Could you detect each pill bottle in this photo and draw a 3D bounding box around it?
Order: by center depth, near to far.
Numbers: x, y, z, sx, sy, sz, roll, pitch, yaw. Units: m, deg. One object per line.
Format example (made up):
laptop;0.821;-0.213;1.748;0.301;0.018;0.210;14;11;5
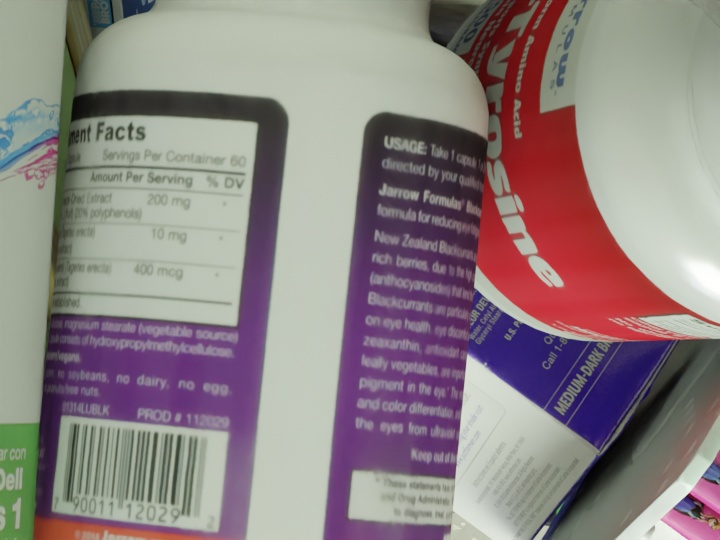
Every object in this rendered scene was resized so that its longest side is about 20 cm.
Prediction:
pill bottle;0.095;-0.039;0.738;0.111;0.113;0.200;7;176;-16
pill bottle;-0.024;-0.005;0.738;0.111;0.202;0.111;6;177;0

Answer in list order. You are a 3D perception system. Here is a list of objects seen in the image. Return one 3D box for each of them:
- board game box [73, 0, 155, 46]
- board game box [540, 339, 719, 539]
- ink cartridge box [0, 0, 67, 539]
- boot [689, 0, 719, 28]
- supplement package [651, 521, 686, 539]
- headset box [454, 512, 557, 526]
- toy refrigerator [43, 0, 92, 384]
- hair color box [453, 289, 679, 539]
board game box;-0.118;-0.009;0.874;0.134;0.201;0.034;4;-157;21
board game box;0.112;0.041;0.883;0.026;0.200;0.200;36;145;1
ink cartridge box;-0.155;-0.022;0.703;0.144;0.202;0.084;3;179;28
boot;0.097;-0.038;0.592;0.199;0.133;0.070;4;176;24
supplement package;0.186;0.067;1.141;0.151;0.152;0.200;-5;-155;20
headset box;0.135;0.037;1.317;0.199;0.176;0.093;9;175;-31
toy refrigerator;-0.101;0.007;0.799;0.070;0.201;0.076;-7;-167;27
hair color box;0.000;0.000;0.935;0.199;0.065;0.109;34;154;3
